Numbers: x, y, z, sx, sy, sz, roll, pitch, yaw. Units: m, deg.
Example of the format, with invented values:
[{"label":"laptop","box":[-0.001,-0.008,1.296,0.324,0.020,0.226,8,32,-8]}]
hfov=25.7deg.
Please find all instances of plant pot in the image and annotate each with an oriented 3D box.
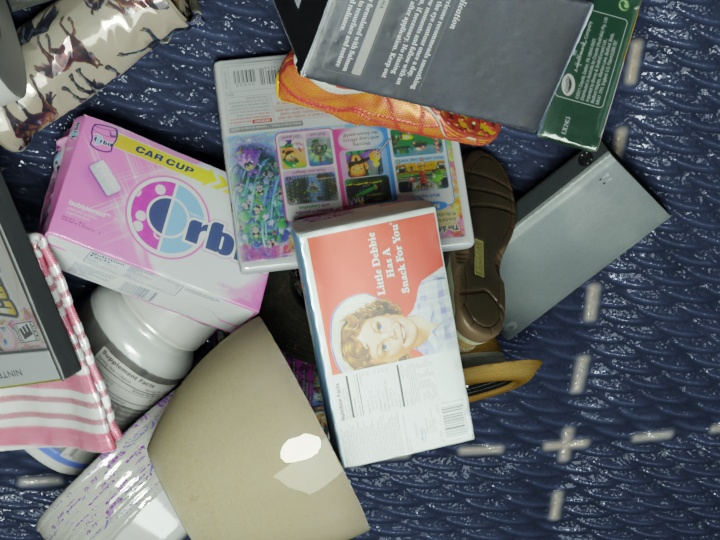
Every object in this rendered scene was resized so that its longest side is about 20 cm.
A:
[{"label":"plant pot","box":[-0.097,0.157,1.310,0.134,0.200,0.200,-27,127,-7]}]

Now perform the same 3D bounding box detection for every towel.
[{"label":"towel","box":[-0.286,0.063,1.321,0.146,0.030,0.200,-4,112,36]}]

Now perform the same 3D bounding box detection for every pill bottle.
[{"label":"pill bottle","box":[-0.223,0.081,1.423,0.114,0.114,0.200,34,111,-31]}]

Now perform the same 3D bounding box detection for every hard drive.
[{"label":"hard drive","box":[0.178,-0.026,1.478,0.200,0.033,0.140,-38,141,14]}]

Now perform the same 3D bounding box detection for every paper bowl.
[{"label":"paper bowl","box":[-0.191,0.201,1.452,0.104,0.201,0.201,46,108,4]}]

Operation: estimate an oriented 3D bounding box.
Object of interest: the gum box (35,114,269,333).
[{"label":"gum box","box":[-0.173,-0.039,1.331,0.200,0.114,0.066,22,152,-18]}]

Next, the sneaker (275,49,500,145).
[{"label":"sneaker","box":[0.025,-0.148,1.307,0.200,0.073,0.077,17,158,-22]}]

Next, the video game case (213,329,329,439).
[{"label":"video game case","box":[-0.050,0.078,1.513,0.181,0.036,0.200,-5,125,-12]}]

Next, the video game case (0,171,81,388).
[{"label":"video game case","box":[-0.331,0.005,1.292,0.181,0.025,0.200,-10,107,38]}]

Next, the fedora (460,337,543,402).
[{"label":"fedora","box":[0.064,0.082,1.453,0.200,0.082,0.201,-12,168,-2]}]

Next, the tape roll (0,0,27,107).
[{"label":"tape roll","box":[-0.299,-0.212,1.146,0.037,0.203,0.203,-22,127,1]}]

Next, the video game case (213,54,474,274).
[{"label":"video game case","box":[-0.015,-0.097,1.334,0.200,0.024,0.182,-7,81,-10]}]

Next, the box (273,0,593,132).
[{"label":"box","box":[0.045,-0.220,1.228,0.200,0.197,0.118,11,120,-21]}]

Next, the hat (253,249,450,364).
[{"label":"hat","box":[0.000,0.000,1.402,0.200,0.201,0.081,-30,151,8]}]

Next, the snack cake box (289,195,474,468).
[{"label":"snack cake box","box":[0.017,0.049,1.289,0.115,0.067,0.200,-11,102,-7]}]

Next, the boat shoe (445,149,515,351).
[{"label":"boat shoe","box":[0.086,-0.016,1.401,0.072,0.200,0.076,27,142,-21]}]

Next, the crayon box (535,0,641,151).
[{"label":"crayon box","box":[0.182,-0.168,1.298,0.052,0.200,0.126,16,98,3]}]

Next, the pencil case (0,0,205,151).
[{"label":"pencil case","box":[-0.223,-0.176,1.265,0.200,0.078,0.089,-34,141,10]}]

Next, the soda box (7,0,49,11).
[{"label":"soda box","box":[-0.263,-0.300,1.177,0.071,0.063,0.200,-17,126,-2]}]
